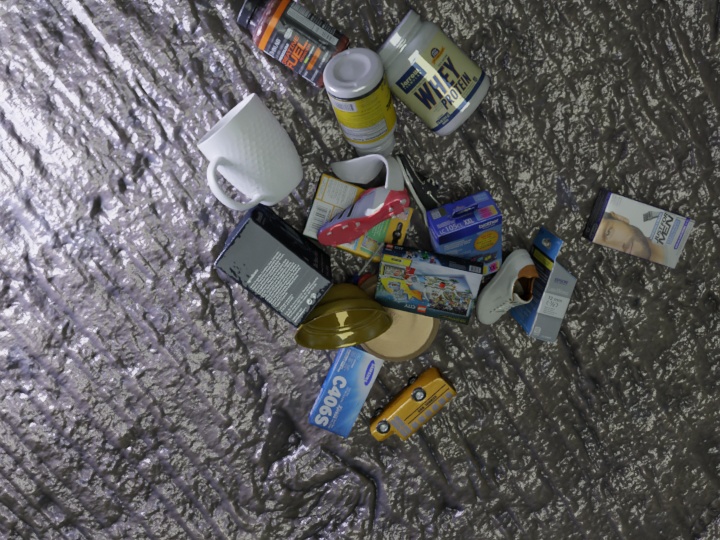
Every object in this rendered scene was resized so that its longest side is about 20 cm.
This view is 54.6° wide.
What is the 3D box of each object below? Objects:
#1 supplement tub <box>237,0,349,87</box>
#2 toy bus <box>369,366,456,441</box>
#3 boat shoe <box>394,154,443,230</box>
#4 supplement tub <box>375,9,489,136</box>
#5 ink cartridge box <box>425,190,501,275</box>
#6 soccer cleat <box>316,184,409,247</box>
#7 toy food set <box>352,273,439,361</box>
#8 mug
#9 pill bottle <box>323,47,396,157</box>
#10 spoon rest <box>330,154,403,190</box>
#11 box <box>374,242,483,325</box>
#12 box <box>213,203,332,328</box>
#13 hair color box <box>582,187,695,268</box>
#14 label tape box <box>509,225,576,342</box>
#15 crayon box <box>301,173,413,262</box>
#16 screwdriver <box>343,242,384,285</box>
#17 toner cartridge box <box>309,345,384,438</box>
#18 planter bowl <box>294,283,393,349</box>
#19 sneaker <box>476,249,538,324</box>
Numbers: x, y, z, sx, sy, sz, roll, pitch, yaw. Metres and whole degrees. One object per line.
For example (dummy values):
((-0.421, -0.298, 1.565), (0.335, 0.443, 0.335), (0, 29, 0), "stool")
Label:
((-0.126, -0.433, 1.288), (0.198, 0.107, 0.108), (30, 102, -11), "supplement tub")
((0.112, 0.301, 1.535), (0.200, 0.065, 0.078), (-44, 106, 8), "toy bus")
((0.132, -0.153, 1.403), (0.060, 0.074, 0.202), (-29, 109, 4), "boat shoe")
((0.128, -0.368, 1.304), (0.199, 0.145, 0.145), (39, 100, -14), "supplement tub")
((0.206, -0.069, 1.378), (0.134, 0.077, 0.201), (-19, 139, -3), "ink cartridge box")
((0.002, -0.113, 1.355), (0.198, 0.077, 0.067), (-26, 145, -1), "soccer cleat")
((0.071, 0.091, 1.465), (0.195, 0.049, 0.203), (22, 102, 2), "toy food set")
((-0.208, -0.200, 1.307), (0.147, 0.201, 0.176), (-17, 121, 47), "mug")
((0.007, -0.299, 1.292), (0.110, 0.113, 0.201), (-20, 146, 2), "pill bottle")
((0.016, -0.192, 1.322), (0.098, 0.199, 0.062), (3, 101, -33), "spoon rest")
((0.131, 0.027, 1.370), (0.196, 0.038, 0.138), (12, 132, 4), "box")
((-0.163, -0.018, 1.354), (0.199, 0.197, 0.118), (38, 100, -13), "box")
((0.581, -0.088, 1.461), (0.197, 0.065, 0.111), (16, 105, -7), "hair color box")
((0.383, 0.025, 1.435), (0.065, 0.143, 0.203), (15, 104, -8), "label tape box")
((-0.007, -0.098, 1.402), (0.197, 0.052, 0.128), (20, 86, -9), "crayon box")
((0.000, 0.000, 1.401), (0.029, 0.200, 0.028), (-15, 67, -30), "screwdriver")
((-0.032, 0.257, 1.522), (0.094, 0.043, 0.203), (22, 103, -11), "toner cartridge box")
((-0.040, 0.082, 1.386), (0.197, 0.201, 0.085), (-12, 64, -1), "planter bowl")
((0.301, 0.056, 1.436), (0.072, 0.085, 0.202), (-2, 136, -25), "sneaker")
